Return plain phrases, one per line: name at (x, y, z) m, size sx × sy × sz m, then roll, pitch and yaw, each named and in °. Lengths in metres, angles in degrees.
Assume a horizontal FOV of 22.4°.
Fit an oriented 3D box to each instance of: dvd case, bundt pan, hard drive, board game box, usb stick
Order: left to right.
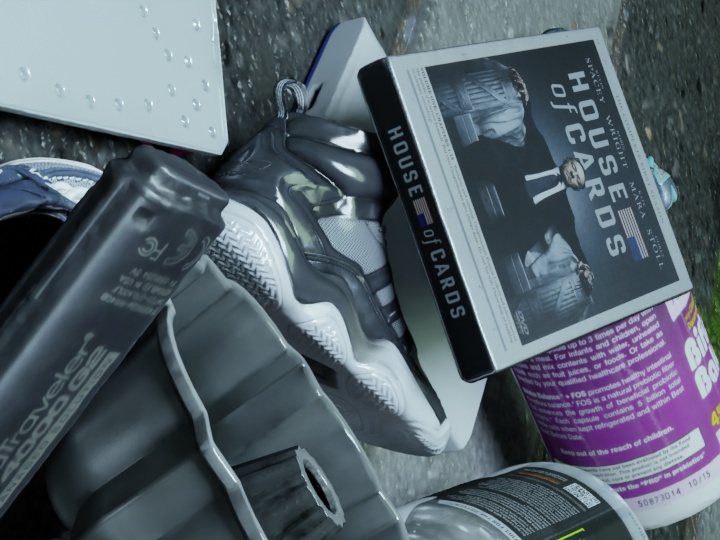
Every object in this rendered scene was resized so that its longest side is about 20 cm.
usb stick at (-0.115, 0.046, 0.571) m, size 0.033 × 0.200 × 0.055 m, roll 43°, pitch 9°, yaw 27°
board game box at (-0.128, -0.155, 0.753) m, size 0.200 × 0.026 × 0.200 m, roll 8°, pitch 74°, yaw -61°
bundt pan at (-0.045, 0.095, 0.650) m, size 0.202 × 0.076 × 0.202 m, roll 57°, pitch 8°, yaw -13°
hard drive at (0.021, -0.017, 0.979) m, size 0.200 × 0.025 × 0.132 m, roll 59°, pitch 35°, yaw -33°
dvd case at (0.086, -0.039, 0.884) m, size 0.200 × 0.025 × 0.151 m, roll -17°, pitch 87°, yaw -52°

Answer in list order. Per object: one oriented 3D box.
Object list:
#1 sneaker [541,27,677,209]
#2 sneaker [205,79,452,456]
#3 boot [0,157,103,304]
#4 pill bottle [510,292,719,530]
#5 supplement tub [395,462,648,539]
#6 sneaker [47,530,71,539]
sneaker at (0.163, -0.065, 1.192) m, size 0.078 × 0.086 × 0.200 m, roll -31°, pitch 108°, yaw -61°
sneaker at (0.000, 0.000, 0.857) m, size 0.200 × 0.075 × 0.114 m, roll 49°, pitch 59°, yaw -39°
boot at (-0.117, -0.003, 0.654) m, size 0.200 × 0.090 × 0.073 m, roll -30°, pitch 108°, yaw -60°
pill bottle at (0.136, 0.037, 1.023) m, size 0.200 × 0.112 × 0.112 m, roll 65°, pitch 32°, yaw -20°
supplement tub at (0.058, 0.166, 0.887) m, size 0.200 × 0.122 × 0.123 m, roll -4°, pitch 85°, yaw -61°
sneaker at (-0.094, 0.167, 0.638) m, size 0.081 × 0.088 × 0.200 m, roll 61°, pitch 29°, yaw -30°
